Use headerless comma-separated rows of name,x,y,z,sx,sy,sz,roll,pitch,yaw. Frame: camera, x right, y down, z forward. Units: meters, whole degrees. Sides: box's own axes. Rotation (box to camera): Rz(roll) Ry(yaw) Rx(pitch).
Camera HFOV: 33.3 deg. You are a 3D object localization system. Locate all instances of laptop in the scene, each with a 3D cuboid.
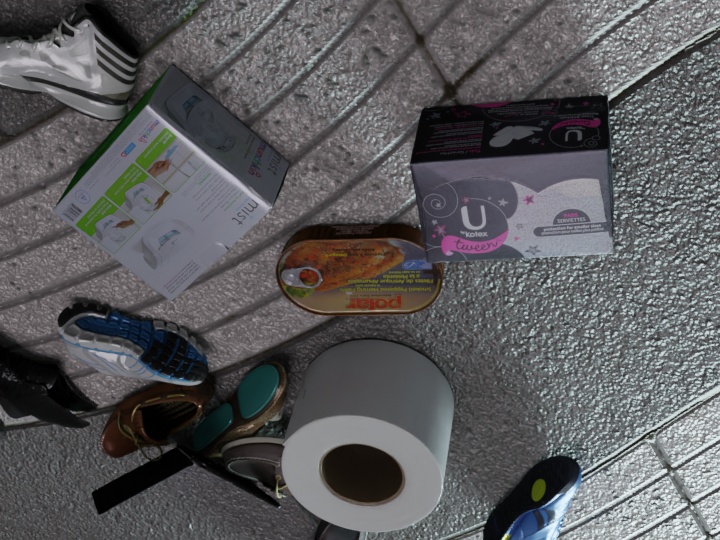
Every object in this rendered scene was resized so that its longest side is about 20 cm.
laptop,-0.232,0.298,1.575,0.199,0.117,0.187,31,171,-12

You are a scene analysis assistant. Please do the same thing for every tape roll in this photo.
tape roll,0.012,0.205,1.496,0.201,0.140,0.204,6,128,8

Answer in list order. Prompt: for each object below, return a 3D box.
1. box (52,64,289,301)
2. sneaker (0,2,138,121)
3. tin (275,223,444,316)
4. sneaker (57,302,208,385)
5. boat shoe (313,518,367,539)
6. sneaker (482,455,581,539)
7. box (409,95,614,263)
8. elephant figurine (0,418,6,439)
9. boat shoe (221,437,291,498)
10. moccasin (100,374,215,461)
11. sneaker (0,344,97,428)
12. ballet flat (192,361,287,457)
box,-0.211,-0.091,1.345,0.176,0.097,0.200,38,125,-17
sneaker,-0.330,-0.246,1.281,0.199,0.076,0.116,18,120,-12
tin,0.000,0.000,1.408,0.198,0.042,0.113,-1,123,13
sneaker,-0.289,0.107,1.540,0.198,0.075,0.087,20,139,3
boat shoe,-0.041,0.411,1.706,0.074,0.074,0.201,19,128,-3
sneaker,0.242,0.313,1.582,0.078,0.066,0.200,20,130,-19
box,0.161,-0.092,1.253,0.198,0.115,0.133,-2,126,14
elephant figurine,-0.559,0.173,1.591,0.200,0.155,0.142,39,106,-7
boat shoe,-0.087,0.267,1.581,0.198,0.060,0.072,14,141,-21
moccasin,-0.273,0.201,1.593,0.200,0.078,0.074,-26,118,28
sneaker,-0.443,0.139,1.597,0.103,0.060,0.201,-10,129,20
ballet flat,-0.142,0.183,1.571,0.065,0.071,0.200,18,137,-37
